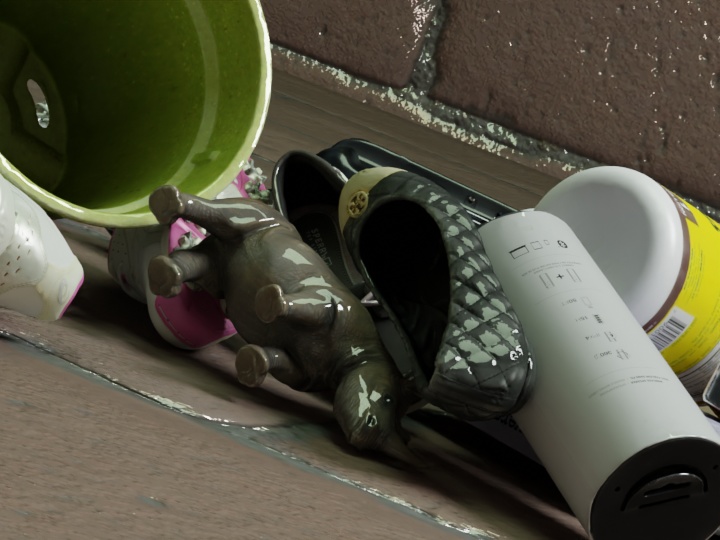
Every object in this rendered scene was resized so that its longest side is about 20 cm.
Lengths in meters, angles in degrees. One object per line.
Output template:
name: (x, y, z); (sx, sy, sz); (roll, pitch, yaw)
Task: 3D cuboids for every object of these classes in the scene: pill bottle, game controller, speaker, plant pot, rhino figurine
pill bottle: (0.185, 0.016, 1.763); (0.109, 0.110, 0.200); (25, -2, 37)
game controller: (0.061, -0.029, 1.844); (0.199, 0.042, 0.104); (25, 15, 8)
speaker: (0.111, 0.056, 1.451); (0.081, 0.081, 0.200); (15, 26, -32)
plant pot: (-0.179, -0.103, 1.609); (0.200, 0.201, 0.184); (16, -19, -28)
rhino figurine: (-0.027, 0.032, 1.490); (0.200, 0.060, 0.087); (45, 24, 28)

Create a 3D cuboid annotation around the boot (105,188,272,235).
boot: (-0.051, -0.003, 1.805); (0.199, 0.070, 0.174); (23, 14, 32)

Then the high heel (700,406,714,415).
high heel: (0.207, 0.034, 1.937); (0.200, 0.071, 0.143); (56, 2, -4)

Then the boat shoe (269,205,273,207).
boat shoe: (-0.001, 0.001, 1.709); (0.199, 0.066, 0.074); (33, 44, 15)

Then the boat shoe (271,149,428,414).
boat shoe: (-0.011, 0.005, 1.604); (0.200, 0.067, 0.057); (-118, -175, -52)

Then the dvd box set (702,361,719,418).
dvd box set: (0.277, 0.110, 1.711); (0.146, 0.029, 0.200); (30, -2, 15)

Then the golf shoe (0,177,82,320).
golf shoe: (-0.206, -0.024, 1.458); (0.091, 0.075, 0.200); (36, -1, -33)

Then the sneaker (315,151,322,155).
sneaker: (0.029, -0.026, 2.004); (0.199, 0.100, 0.075); (15, 6, -44)

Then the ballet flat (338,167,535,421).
ballet flat: (0.030, 0.003, 1.470); (0.057, 0.067, 0.200); (18, 23, -33)

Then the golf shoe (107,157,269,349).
golf shoe: (-0.101, -0.003, 1.626); (0.075, 0.091, 0.200); (46, 21, -18)

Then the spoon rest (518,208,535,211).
spoon rest: (0.075, 0.004, 1.969); (0.199, 0.100, 0.061); (1, 20, -38)

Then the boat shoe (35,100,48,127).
boat shoe: (-0.200, -0.077, 1.846); (0.073, 0.067, 0.200); (30, 8, 6)

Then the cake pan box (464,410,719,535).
cake pan box: (0.144, 0.090, 1.600); (0.184, 0.053, 0.200); (16, 8, -43)
